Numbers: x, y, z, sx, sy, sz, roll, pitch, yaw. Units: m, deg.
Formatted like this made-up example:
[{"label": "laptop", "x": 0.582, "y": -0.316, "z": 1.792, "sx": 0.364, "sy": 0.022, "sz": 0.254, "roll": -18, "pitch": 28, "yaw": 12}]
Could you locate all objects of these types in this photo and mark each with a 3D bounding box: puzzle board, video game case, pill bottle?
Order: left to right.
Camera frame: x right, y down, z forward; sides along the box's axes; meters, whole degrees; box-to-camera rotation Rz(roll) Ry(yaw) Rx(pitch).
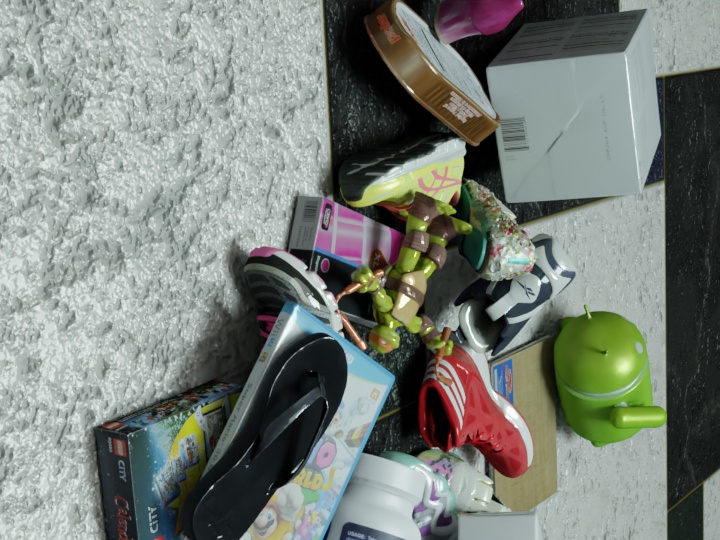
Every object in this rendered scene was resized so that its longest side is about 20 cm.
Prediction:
[{"label": "video game case", "x": -0.056, "y": 0.148, "z": 1.086, "sx": 0.143, "sy": 0.018, "sz": 0.202, "roll": 38, "pitch": 71, "yaw": -39}, {"label": "pill bottle", "x": -0.008, "y": 0.276, "z": 1.189, "sx": 0.115, "sy": 0.115, "sz": 0.202, "roll": 35, "pitch": 67, "yaw": -50}, {"label": "puzzle board", "x": 0.193, "y": 0.192, "z": 1.545, "sx": 0.150, "sy": 0.017, "sz": 0.203, "roll": -17, "pitch": 107, "yaw": -51}]

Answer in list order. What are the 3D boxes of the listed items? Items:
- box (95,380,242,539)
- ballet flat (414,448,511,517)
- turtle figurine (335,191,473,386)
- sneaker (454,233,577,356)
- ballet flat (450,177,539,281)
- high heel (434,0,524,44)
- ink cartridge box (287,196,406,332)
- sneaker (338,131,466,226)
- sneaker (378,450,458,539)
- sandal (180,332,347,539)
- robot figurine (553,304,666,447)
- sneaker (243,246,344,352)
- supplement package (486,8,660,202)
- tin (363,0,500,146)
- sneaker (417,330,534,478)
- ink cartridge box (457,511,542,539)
[{"label": "box", "x": -0.145, "y": 0.207, "z": 1.056, "sx": 0.136, "sy": 0.037, "sz": 0.203, "roll": -19, "pitch": 109, "yaw": -52}, {"label": "ballet flat", "x": 0.123, "y": 0.251, "z": 1.407, "sx": 0.200, "sy": 0.071, "sz": 0.070, "roll": 45, "pitch": 63, "yaw": -46}, {"label": "turtle figurine", "x": 0.049, "y": 0.018, "z": 1.225, "sx": 0.199, "sy": 0.064, "sz": 0.163, "roll": 36, "pitch": 76, "yaw": -43}, {"label": "sneaker", "x": 0.140, "y": 0.034, "z": 1.365, "sx": 0.129, "sy": 0.199, "sz": 0.080, "roll": -37, "pitch": 97, "yaw": -15}, {"label": "ballet flat", "x": 0.133, "y": -0.037, "z": 1.307, "sx": 0.200, "sy": 0.063, "sz": 0.077, "roll": -105, "pitch": -156, "yaw": -65}, {"label": "high heel", "x": 0.130, "y": -0.318, "z": 1.306, "sx": 0.067, "sy": 0.095, "sz": 0.202, "roll": 48, "pitch": 41, "yaw": -36}, {"label": "ink cartridge box", "x": 0.000, "y": 0.000, "z": 1.241, "sx": 0.199, "sy": 0.037, "sz": 0.096, "roll": 22, "pitch": 76, "yaw": -55}, {"label": "sneaker", "x": 0.050, "y": -0.080, "z": 1.264, "sx": 0.199, "sy": 0.077, "sz": 0.092, "roll": -22, "pitch": 114, "yaw": -52}, {"label": "sneaker", "x": 0.046, "y": 0.288, "z": 1.298, "sx": 0.141, "sy": 0.077, "sz": 0.201, "roll": -58, "pitch": 136, "yaw": -34}, {"label": "sandal", "x": -0.065, "y": 0.142, "z": 1.036, "sx": 0.076, "sy": 0.043, "sz": 0.201, "roll": 49, "pitch": 64, "yaw": -36}, {"label": "robot figurine", "x": 0.299, "y": 0.133, "z": 1.584, "sx": 0.201, "sy": 0.114, "sz": 0.177, "roll": 71, "pitch": -1, "yaw": -46}, {"label": "sneaker", "x": -0.061, "y": 0.076, "z": 1.129, "sx": 0.087, "sy": 0.073, "sz": 0.202, "roll": -45, "pitch": 127, "yaw": -39}, {"label": "supplement package", "x": 0.239, "y": -0.183, "z": 1.413, "sx": 0.200, "sy": 0.149, "sz": 0.154, "roll": -52, "pitch": 135, "yaw": -60}, {"label": "tin", "x": 0.074, "y": -0.196, "z": 1.268, "sx": 0.199, "sy": 0.042, "sz": 0.113, "roll": 29, "pitch": 27, "yaw": -52}, {"label": "sneaker", "x": 0.112, "y": 0.174, "z": 1.377, "sx": 0.201, "sy": 0.078, "sz": 0.116, "roll": 57, "pitch": 44, "yaw": -24}, {"label": "ink cartridge box", "x": 0.151, "y": 0.348, "z": 1.313, "sx": 0.201, "sy": 0.082, "sz": 0.148, "roll": 67, "pitch": 22, "yaw": -59}]
